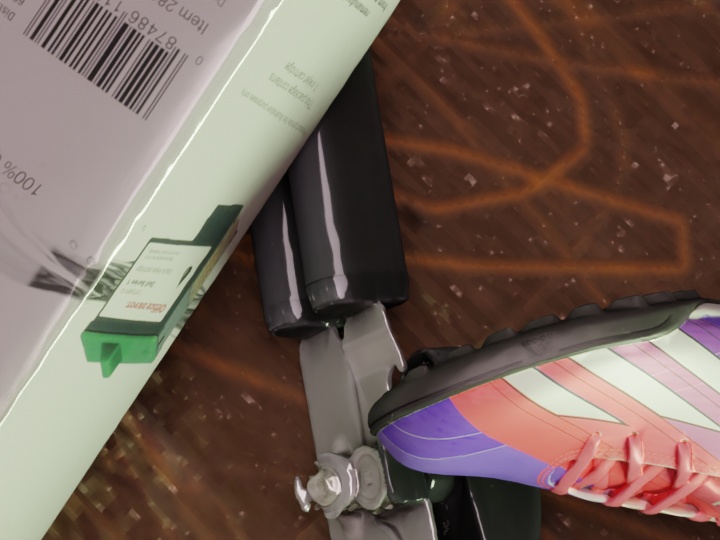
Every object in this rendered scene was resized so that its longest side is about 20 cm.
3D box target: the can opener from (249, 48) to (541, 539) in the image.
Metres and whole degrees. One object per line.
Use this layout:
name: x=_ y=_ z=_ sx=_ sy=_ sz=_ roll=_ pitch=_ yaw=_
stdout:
can opener: x=0.000 y=0.000 z=0.820 sx=0.066 sy=0.053 sz=0.201 roll=-7 pitch=79 yaw=-35

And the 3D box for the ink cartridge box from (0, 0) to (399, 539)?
ink cartridge box: x=-0.105 y=-0.043 z=0.779 sx=0.146 sy=0.084 sz=0.200 roll=35 pitch=93 yaw=19

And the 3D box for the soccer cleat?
soccer cleat: x=0.101 y=0.044 z=0.777 sx=0.199 sy=0.068 sz=0.074 roll=-8 pitch=80 yaw=-19
